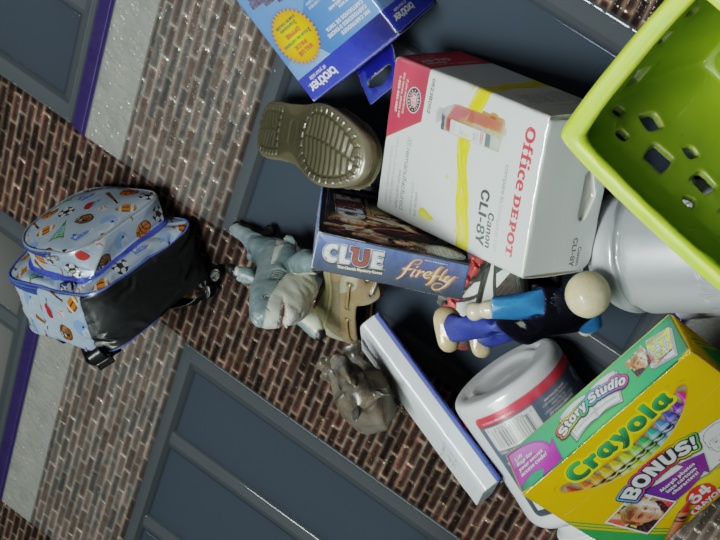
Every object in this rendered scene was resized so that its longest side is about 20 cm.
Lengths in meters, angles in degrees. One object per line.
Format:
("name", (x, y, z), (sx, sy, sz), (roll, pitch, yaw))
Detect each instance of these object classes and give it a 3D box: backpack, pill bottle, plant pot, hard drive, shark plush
("backpack", (-0.285, 0.001, 1.891), (0.189, 0.199, 0.156), (-2, 114, 44))
("pill bottle", (0.191, 0.179, 1.703), (0.119, 0.120, 0.201), (-24, 104, 43))
("plant pot", (0.307, -0.135, 1.356), (0.200, 0.181, 0.199), (43, 135, 4))
("hard drive", (0.069, 0.140, 1.756), (0.201, 0.025, 0.132), (54, 173, 11))
("shark plush", (-0.096, -0.008, 1.770), (0.201, 0.082, 0.092), (-117, 24, -44))

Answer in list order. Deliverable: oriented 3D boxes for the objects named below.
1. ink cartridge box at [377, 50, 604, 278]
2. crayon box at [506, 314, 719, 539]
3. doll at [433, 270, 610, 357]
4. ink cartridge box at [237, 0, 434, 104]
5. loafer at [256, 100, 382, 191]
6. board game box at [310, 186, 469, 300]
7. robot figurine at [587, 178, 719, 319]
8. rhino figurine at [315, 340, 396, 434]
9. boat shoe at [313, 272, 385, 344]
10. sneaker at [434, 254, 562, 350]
("ink cartridge box", (0.114, -0.095, 1.529), (0.199, 0.083, 0.147), (28, 117, 45))
("crayon box", (0.260, 0.155, 1.566), (0.200, 0.059, 0.172), (-44, 129, 18))
("doll", (0.146, 0.040, 1.548), (0.199, 0.135, 0.049), (-18, 67, 53))
("ink cartridge box", (-0.028, -0.251, 1.601), (0.201, 0.076, 0.136), (51, 135, -6))
("loafer", (-0.029, -0.122, 1.657), (0.200, 0.067, 0.077), (30, 112, 56))
("board game box", (0.025, -0.030, 1.581), (0.134, 0.200, 0.035), (11, 105, -4))
("robot figurine", (0.277, -0.021, 1.506), (0.198, 0.113, 0.170), (-2, 132, 37))
("rhino figurine", (-0.001, 0.118, 1.741), (0.088, 0.059, 0.200), (57, 178, 10))
("boat shoe", (0.000, 0.000, 1.761), (0.064, 0.071, 0.201), (28, 143, 11))
("sneaker", (0.135, 0.015, 1.664), (0.098, 0.071, 0.201), (35, 133, 14))
